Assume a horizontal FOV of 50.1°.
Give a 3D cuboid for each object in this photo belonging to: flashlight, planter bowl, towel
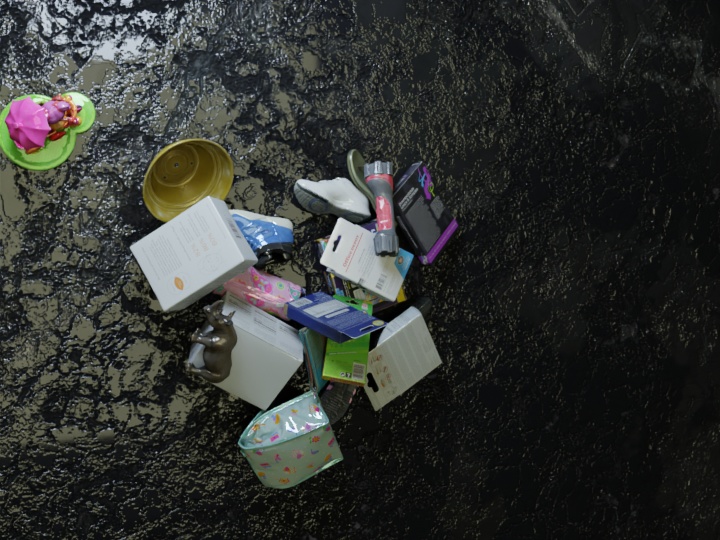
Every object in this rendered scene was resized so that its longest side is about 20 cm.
[{"bbox_3d":[0.046,-0.134,1.676,0.067,0.068,0.203,-3,79,-2],"label":"flashlight"},{"bbox_3d":[-0.370,-0.202,1.602,0.199,0.084,0.202,-23,138,-22],"label":"planter bowl"},{"bbox_3d":[-0.083,0.165,1.700,0.021,0.200,0.149,-6,105,18],"label":"towel"}]

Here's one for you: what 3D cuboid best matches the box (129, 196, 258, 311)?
[{"bbox_3d":[-0.340,-0.032,1.580,0.199,0.106,0.153,-31,86,7],"label":"box"}]

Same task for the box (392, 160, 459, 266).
[{"bbox_3d":[0.145,-0.131,1.795,0.143,0.036,0.201,-50,120,-34],"label":"box"}]

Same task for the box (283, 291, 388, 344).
[{"bbox_3d":[-0.052,0.103,1.626,0.120,0.198,0.033,-16,121,-48],"label":"box"}]

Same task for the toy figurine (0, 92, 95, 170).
[{"bbox_3d":[-0.603,-0.285,1.478,0.199,0.184,0.151,-31,103,-15],"label":"toy figurine"}]

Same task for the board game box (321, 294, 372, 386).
[{"bbox_3d":[-0.027,0.151,1.692,0.094,0.030,0.202,11,60,-8],"label":"board game box"}]

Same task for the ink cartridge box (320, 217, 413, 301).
[{"bbox_3d":[0.005,-0.025,1.718,0.198,0.067,0.117,27,83,-20],"label":"ink cartridge box"}]

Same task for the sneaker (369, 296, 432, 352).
[{"bbox_3d":[0.105,0.148,1.831,0.200,0.076,0.091,-46,116,-4],"label":"sneaker"}]

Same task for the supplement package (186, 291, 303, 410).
[{"bbox_3d":[-0.245,0.174,1.648,0.199,0.111,0.156,31,112,-18],"label":"supplement package"}]

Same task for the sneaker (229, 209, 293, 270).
[{"bbox_3d":[-0.238,-0.061,1.665,0.197,0.077,0.113,7,60,-25],"label":"sneaker"}]

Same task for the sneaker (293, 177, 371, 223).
[{"bbox_3d":[-0.064,-0.171,1.743,0.198,0.074,0.088,17,64,-33],"label":"sneaker"}]

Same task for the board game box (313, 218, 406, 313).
[{"bbox_3d":[0.000,0.000,1.783,0.164,0.057,0.203,-20,100,-19],"label":"board game box"}]

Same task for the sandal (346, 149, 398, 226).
[{"bbox_3d":[0.038,-0.194,1.760,0.057,0.080,0.202,-29,102,30],"label":"sandal"}]

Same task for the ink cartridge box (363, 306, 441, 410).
[{"bbox_3d":[0.079,0.204,1.771,0.199,0.047,0.161,-34,123,-13],"label":"ink cartridge box"}]

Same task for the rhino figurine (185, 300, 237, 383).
[{"bbox_3d":[-0.290,0.141,1.530,0.086,0.060,0.202,14,118,-3],"label":"rhino figurine"}]

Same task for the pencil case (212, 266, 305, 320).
[{"bbox_3d":[-0.224,0.044,1.690,0.198,0.087,0.088,23,86,-19],"label":"pencil case"}]

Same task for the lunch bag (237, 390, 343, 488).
[{"bbox_3d":[-0.156,0.379,1.686,0.198,0.122,0.171,-24,136,-7],"label":"lunch bag"}]

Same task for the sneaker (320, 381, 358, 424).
[{"bbox_3d":[-0.038,0.270,1.785,0.070,0.082,0.201,33,106,5],"label":"sneaker"}]
